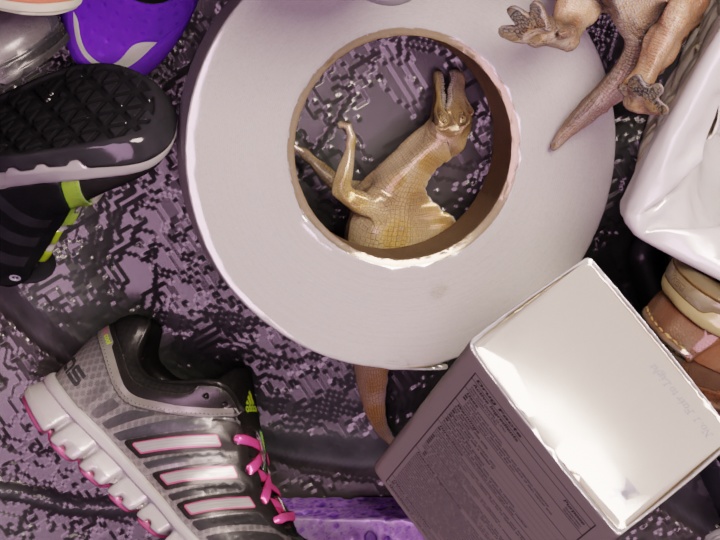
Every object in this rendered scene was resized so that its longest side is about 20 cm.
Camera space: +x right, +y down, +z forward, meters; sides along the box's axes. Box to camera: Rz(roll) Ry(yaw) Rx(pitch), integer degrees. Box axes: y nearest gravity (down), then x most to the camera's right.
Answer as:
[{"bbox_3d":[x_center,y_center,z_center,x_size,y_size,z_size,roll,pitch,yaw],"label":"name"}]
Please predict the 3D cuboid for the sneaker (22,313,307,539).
[{"bbox_3d":[-0.067,0.094,1.131,0.200,0.074,0.088,38,92,11],"label":"sneaker"}]

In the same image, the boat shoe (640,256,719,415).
[{"bbox_3d":[0.199,0.054,1.072,0.200,0.072,0.068,24,109,-34],"label":"boat shoe"}]

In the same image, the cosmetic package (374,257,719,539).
[{"bbox_3d":[0.080,0.083,1.049,0.073,0.200,0.104,-35,82,-22],"label":"cosmetic package"}]

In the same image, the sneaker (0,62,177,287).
[{"bbox_3d":[-0.155,-0.037,1.098,0.199,0.072,0.083,-10,127,34],"label":"sneaker"}]

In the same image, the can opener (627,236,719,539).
[{"bbox_3d":[0.178,0.070,1.127,0.063,0.079,0.201,-12,111,52],"label":"can opener"}]

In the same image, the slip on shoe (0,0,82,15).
[{"bbox_3d":[-0.198,-0.185,1.032,0.200,0.074,0.061,43,123,9],"label":"slip on shoe"}]

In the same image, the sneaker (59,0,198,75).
[{"bbox_3d":[-0.092,-0.165,1.032,0.069,0.100,0.201,23,114,-3],"label":"sneaker"}]

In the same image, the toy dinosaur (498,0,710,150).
[{"bbox_3d":[0.126,-0.149,1.012,0.086,0.136,0.201,14,124,24],"label":"toy dinosaur"}]

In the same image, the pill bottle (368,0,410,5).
[{"bbox_3d":[0.049,-0.207,0.929,0.200,0.109,0.109,-41,102,19],"label":"pill bottle"}]

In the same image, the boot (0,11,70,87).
[{"bbox_3d":[-0.241,-0.136,1.069,0.199,0.070,0.132,-8,109,15],"label":"boot"}]

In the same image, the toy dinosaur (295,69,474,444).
[{"bbox_3d":[0.000,0.000,1.111,0.101,0.058,0.201,13,112,-1],"label":"toy dinosaur"}]

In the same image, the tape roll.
[{"bbox_3d":[0.017,-0.056,1.059,0.202,0.037,0.204,-2,100,-11],"label":"tape roll"}]

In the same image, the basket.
[{"bbox_3d":[0.230,-0.052,1.033,0.199,0.123,0.136,26,111,-4],"label":"basket"}]

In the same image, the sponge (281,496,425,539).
[{"bbox_3d":[0.020,0.170,1.188,0.199,0.030,0.112,-1,110,6],"label":"sponge"}]
